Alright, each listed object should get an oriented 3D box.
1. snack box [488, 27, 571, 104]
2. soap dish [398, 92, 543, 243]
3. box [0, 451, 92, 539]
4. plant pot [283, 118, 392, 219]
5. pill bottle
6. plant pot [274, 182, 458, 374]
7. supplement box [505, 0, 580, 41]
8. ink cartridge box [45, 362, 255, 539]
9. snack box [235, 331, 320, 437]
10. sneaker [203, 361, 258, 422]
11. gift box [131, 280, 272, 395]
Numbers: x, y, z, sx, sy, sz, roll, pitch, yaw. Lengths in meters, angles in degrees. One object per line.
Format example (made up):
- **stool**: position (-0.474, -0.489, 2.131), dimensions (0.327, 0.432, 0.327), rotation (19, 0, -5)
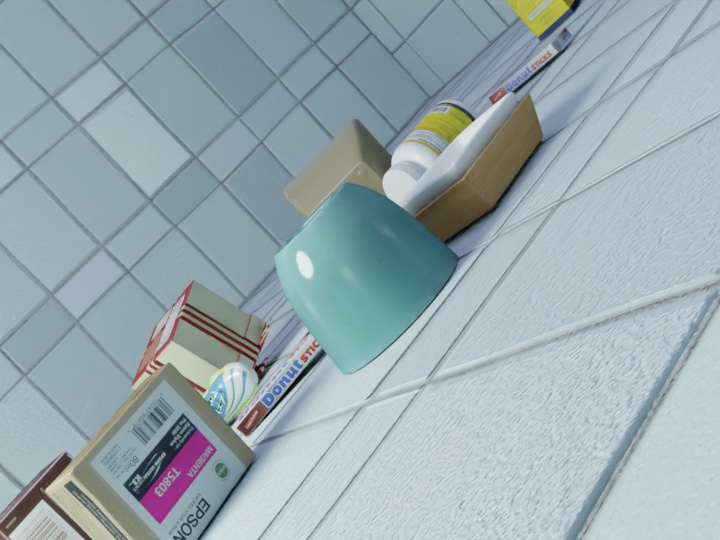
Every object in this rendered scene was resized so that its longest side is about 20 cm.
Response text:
- **snack box**: position (0.331, -0.401, 1.952), dimensions (0.199, 0.024, 0.072), rotation (-37, 12, 52)
- **soap dish**: position (0.149, -0.131, 1.311), dimensions (0.201, 0.081, 0.157), rotation (-51, 9, -37)
- **box**: position (-0.513, 0.434, 1.653), dimensions (0.165, 0.166, 0.199), rotation (-51, 9, -34)
- **plant pot**: position (-0.005, -0.121, 1.784), dimensions (0.200, 0.200, 0.177), rotation (-44, 17, 8)
- **pill bottle**: position (0.124, -0.195, 1.699), dimensions (0.201, 0.112, 0.112), rotation (-50, 9, -33)
- **plant pot**: position (-0.008, -0.005, 1.187), dimensions (0.201, 0.161, 0.201), rotation (-45, 6, 6)
- **supplement box**: position (0.411, -0.665, 2.333), dimensions (0.109, 0.200, 0.109), rotation (-38, 8, 38)
- **ink cartridge box**: position (-0.238, 0.236, 1.155), dimensions (0.075, 0.165, 0.201), rotation (-35, 12, 41)
- **snack box**: position (-0.108, 0.149, 1.419), dimensions (0.201, 0.024, 0.072), rotation (-50, 8, -3)
- **sneaker**: position (-0.232, 0.235, 1.579), dimensions (0.200, 0.075, 0.106), rotation (-50, 15, 36)
- **gift box**: position (-0.271, 0.145, 1.772), dimensions (0.184, 0.185, 0.202), rotation (-41, 23, 40)
